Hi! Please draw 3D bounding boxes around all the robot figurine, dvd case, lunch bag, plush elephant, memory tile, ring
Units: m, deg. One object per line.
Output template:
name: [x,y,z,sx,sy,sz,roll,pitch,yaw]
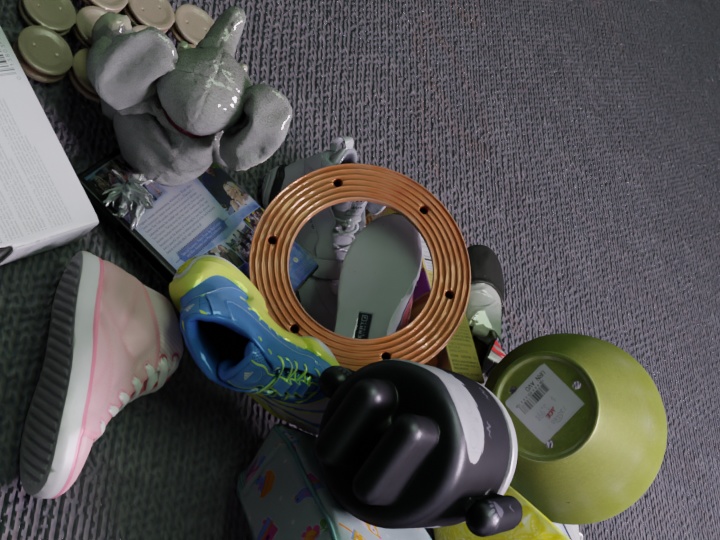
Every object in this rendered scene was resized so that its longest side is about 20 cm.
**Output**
robot figurine: [0.044,0.136,0.845,0.200,0.124,0.152,21,54,-61]
dvd case: [-0.140,-0.037,0.971,0.200,0.018,0.143,45,40,-3]
lunch bag: [-0.006,0.218,0.873,0.160,0.077,0.200,33,10,-33]
plush elephant: [-0.140,-0.147,0.908,0.164,0.155,0.201,30,48,-25]
memory tile: [-0.217,-0.208,1.008,0.199,0.017,0.155,17,52,-35]
ring: [0.000,0.000,0.974,0.198,0.019,0.202,3,68,-8]

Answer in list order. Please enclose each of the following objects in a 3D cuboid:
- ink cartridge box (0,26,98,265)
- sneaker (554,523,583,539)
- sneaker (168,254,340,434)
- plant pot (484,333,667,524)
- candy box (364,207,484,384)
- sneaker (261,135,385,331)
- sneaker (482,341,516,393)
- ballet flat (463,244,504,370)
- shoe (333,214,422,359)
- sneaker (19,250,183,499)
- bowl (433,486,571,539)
ink cartridge box: [-0.308,-0.097,0.820,0.173,0.043,0.201,-25,87,-53]
sneaker: [0.210,0.295,1.157,0.070,0.073,0.202,-2,68,-47]
sneaker: [-0.078,0.081,0.868,0.200,0.076,0.105,44,17,-20]
plant pot: [0.181,0.136,1.011,0.200,0.186,0.189,36,36,-68]
candy box: [0.038,0.035,1.088,0.056,0.116,0.202,12,57,-48]
sneaker: [-0.022,-0.028,1.057,0.075,0.114,0.202,0,66,-50]
sneaker: [0.093,0.068,1.189,0.200,0.077,0.085,48,18,-19]
ballet flat: [0.109,0.075,1.102,0.067,0.068,0.202,13,92,-15]
shoe: [0.011,0.053,1.021,0.091,0.071,0.202,82,21,-65]
sneaker: [-0.183,0.084,0.819,0.104,0.075,0.202,28,43,-30]
bowl: [0.132,0.273,1.028,0.108,0.200,0.200,-47,110,-8]
